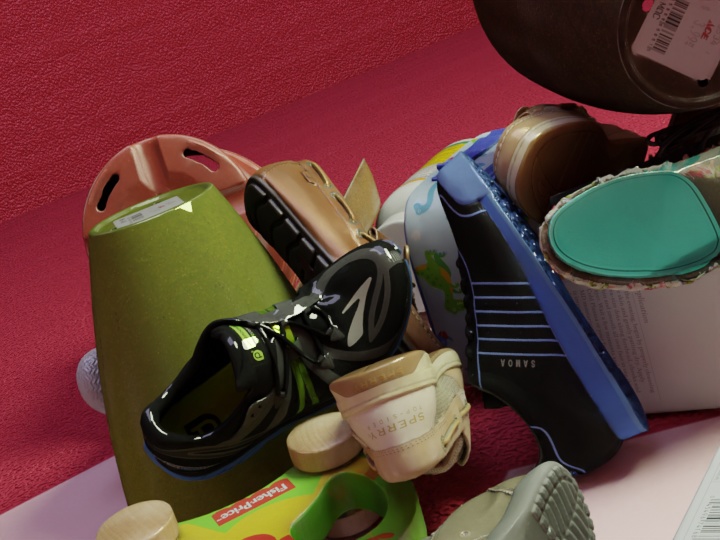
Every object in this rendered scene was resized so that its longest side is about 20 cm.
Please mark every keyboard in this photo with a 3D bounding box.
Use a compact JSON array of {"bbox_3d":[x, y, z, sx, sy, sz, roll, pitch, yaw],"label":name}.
[{"bbox_3d":[0.205,-0.064,0.738,0.197,0.021,0.127,-21,-23,-7],"label":"keyboard"}]

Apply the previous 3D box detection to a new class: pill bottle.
[{"bbox_3d":[0.079,-0.040,1.116,0.111,0.114,0.200,-11,17,29],"label":"pill bottle"}]

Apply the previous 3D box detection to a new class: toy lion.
[{"bbox_3d":[-0.048,0.169,0.654,0.198,0.070,0.191,-24,23,-20],"label":"toy lion"}]

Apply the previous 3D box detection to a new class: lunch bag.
[{"bbox_3d":[0.111,-0.019,0.907,0.081,0.163,0.200,-8,17,31],"label":"lunch bag"}]

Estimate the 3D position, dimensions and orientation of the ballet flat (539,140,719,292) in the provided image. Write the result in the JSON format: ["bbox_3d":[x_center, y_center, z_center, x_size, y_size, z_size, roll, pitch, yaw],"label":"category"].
[{"bbox_3d":[0.193,-0.031,0.687,0.197,0.077,0.064,-17,-15,-4],"label":"ballet flat"}]

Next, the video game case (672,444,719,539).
[{"bbox_3d":[0.245,0.102,0.540,0.179,0.046,0.200,-10,18,35],"label":"video game case"}]

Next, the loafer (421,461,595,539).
[{"bbox_3d":[0.047,0.160,0.556,0.069,0.076,0.200,-23,6,35],"label":"loafer"}]

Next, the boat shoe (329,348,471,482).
[{"bbox_3d":[0.029,0.085,0.685,0.071,0.066,0.200,-22,-9,5],"label":"boat shoe"}]

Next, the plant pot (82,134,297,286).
[{"bbox_3d":[-0.156,-0.030,1.090,0.198,0.204,0.195,-19,-6,-2],"label":"plant pot"}]

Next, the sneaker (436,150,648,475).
[{"bbox_3d":[0.087,0.028,0.722,0.077,0.202,0.070,-34,-17,15],"label":"sneaker"}]

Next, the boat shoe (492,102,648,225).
[{"bbox_3d":[0.126,-0.075,0.804,0.069,0.075,0.199,29,15,26],"label":"boat shoe"}]

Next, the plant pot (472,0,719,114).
[{"bbox_3d":[0.172,-0.171,0.740,0.184,0.189,0.201,-18,24,3],"label":"plant pot"}]

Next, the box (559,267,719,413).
[{"bbox_3d":[0.203,0.020,0.779,0.198,0.099,0.124,-9,17,32],"label":"box"}]

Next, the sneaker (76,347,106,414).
[{"bbox_3d":[-0.188,0.095,1.005,0.113,0.077,0.199,-19,-7,26],"label":"sneaker"}]

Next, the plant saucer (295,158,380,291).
[{"bbox_3d":[-0.029,-0.002,1.089,0.202,0.035,0.200,-62,3,5],"label":"plant saucer"}]

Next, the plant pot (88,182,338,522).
[{"bbox_3d":[-0.111,0.050,0.857,0.185,0.203,0.187,-19,15,5],"label":"plant pot"}]

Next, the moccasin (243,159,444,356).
[{"bbox_3d":[0.000,0.001,0.838,0.077,0.074,0.202,-24,56,-29],"label":"moccasin"}]

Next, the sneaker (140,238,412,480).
[{"bbox_3d":[-0.049,0.054,0.741,0.199,0.071,0.083,-37,-23,-4],"label":"sneaker"}]

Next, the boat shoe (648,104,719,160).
[{"bbox_3d":[0.238,-0.059,0.868,0.075,0.201,0.072,-7,52,-16],"label":"boat shoe"}]
